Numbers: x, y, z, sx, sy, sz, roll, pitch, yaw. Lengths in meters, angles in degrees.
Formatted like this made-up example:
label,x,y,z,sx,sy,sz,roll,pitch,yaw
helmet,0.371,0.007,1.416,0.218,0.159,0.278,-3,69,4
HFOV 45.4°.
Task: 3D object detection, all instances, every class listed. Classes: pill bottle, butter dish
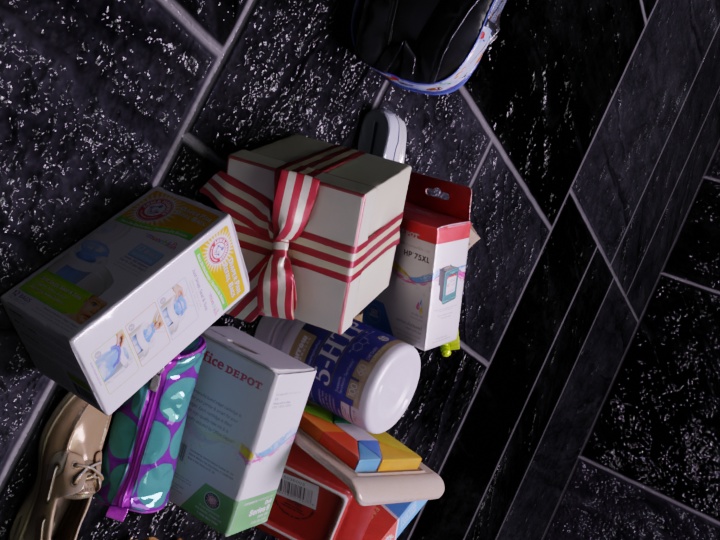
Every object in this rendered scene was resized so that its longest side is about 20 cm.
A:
label,x,y,z,sx,sy,sz,roll,pitch,yaw
pill bottle,-0.035,0.115,1.104,0.120,0.200,0.120,-37,138,-42
butter dish,-0.064,0.269,1.171,0.148,0.199,0.200,-53,165,-53

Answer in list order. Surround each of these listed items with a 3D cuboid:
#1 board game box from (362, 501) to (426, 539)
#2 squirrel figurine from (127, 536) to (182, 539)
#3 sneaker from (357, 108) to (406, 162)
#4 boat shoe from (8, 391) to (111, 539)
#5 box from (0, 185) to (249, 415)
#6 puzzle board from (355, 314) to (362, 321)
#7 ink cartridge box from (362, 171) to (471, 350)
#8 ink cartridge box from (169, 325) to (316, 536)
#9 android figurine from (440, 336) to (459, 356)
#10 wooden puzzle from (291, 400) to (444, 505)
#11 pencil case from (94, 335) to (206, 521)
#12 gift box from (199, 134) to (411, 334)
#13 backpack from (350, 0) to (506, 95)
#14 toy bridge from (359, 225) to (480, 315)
label,x,y,z,sx,sy,sz,roll,pitch,yaw
board game box,-0.014,0.322,1.277,0.153,0.200,0.040,-41,141,-39
squirrel figurine,-0.236,0.412,1.051,0.187,0.141,0.200,-50,149,-39
sneaker,0.025,-0.117,1.175,0.071,0.073,0.201,0,110,-55
boat shoe,-0.294,0.211,0.888,0.071,0.064,0.201,14,98,-60
box,-0.219,0.022,0.834,0.200,0.112,0.102,-43,141,-33
puzzle board,0.000,0.000,1.172,0.151,0.017,0.200,-37,137,10
ink cartridge box,0.070,-0.015,1.087,0.067,0.116,0.201,-13,115,-42
ink cartridge box,-0.156,0.181,1.009,0.087,0.145,0.201,2,107,-59
android figurine,0.130,0.046,1.383,0.182,0.041,0.200,78,7,-46
wooden puzzle,-0.007,0.213,1.071,0.185,0.200,0.037,15,106,-51
pencil case,-0.230,0.161,0.933,0.092,0.085,0.201,-95,-160,-78
gift box,-0.070,-0.043,0.974,0.187,0.199,0.185,-41,139,-63
backpack,0.080,-0.314,1.044,0.191,0.200,0.154,-64,163,1
toy bridge,0.083,0.009,1.192,0.200,0.027,0.067,-39,138,12
